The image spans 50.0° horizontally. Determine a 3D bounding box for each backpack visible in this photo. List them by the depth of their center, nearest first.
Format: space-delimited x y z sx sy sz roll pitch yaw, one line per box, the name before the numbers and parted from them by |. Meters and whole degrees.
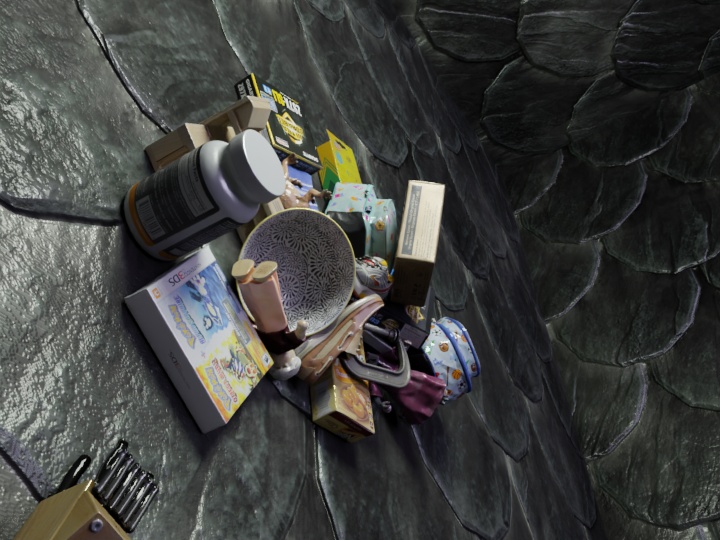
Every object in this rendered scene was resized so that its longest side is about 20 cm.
backpack | -0.005 -0.074 1.486 0.201 0.151 0.178 -93 180 -59
backpack | 0.167 0.193 1.627 0.202 0.153 0.190 62 -3 -8

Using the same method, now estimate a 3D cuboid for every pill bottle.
pill bottle | -0.206 -0.101 1.028 0.117 0.198 0.117 51 25 -35

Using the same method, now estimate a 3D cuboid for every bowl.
bowl | -0.115 0.000 1.235 0.202 0.200 0.094 58 -17 -19

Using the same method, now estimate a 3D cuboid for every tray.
tray | 0.008 0.123 1.504 0.107 0.022 0.200 35 -3 40

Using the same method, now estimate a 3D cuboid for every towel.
towel | -0.114 -0.116 1.516 0.144 0.024 0.202 18 51 -62

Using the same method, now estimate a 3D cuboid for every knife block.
knife block | -0.274 0.248 0.705 0.200 0.175 0.064 -41 110 -21

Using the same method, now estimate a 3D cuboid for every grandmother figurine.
grandmother figurine | -0.129 0.081 1.147 0.061 0.120 0.202 -45 135 -42

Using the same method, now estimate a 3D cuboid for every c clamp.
c clamp | 0.017 0.121 1.369 0.199 0.027 0.172 27 44 -35

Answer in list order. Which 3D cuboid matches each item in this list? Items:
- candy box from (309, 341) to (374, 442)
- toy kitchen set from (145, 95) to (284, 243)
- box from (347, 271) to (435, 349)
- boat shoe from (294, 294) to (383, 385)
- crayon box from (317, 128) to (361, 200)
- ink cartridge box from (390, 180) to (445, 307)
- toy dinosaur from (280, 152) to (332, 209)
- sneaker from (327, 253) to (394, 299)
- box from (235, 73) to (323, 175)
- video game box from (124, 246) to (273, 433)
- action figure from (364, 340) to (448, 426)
candy box | -0.037 0.181 1.333 0.115 0.055 0.202 40 33 -45
toy kitchen set | -0.182 -0.148 1.189 0.182 0.162 0.200 66 21 1
box | 0.055 0.052 1.584 0.197 0.050 0.200 31 27 -5
boat shoe | -0.034 0.115 1.270 0.072 0.199 0.076 52 -22 3
crayon box | -0.043 -0.204 1.744 0.127 0.050 0.202 30 41 -57
ink cartridge box | 0.106 -0.047 1.464 0.201 0.074 0.167 92 7 -63
toy dinosaur | -0.144 -0.126 1.390 0.200 0.135 0.086 49 -26 15
sneaker | 0.000 0.000 1.351 0.078 0.082 0.200 38 -2 27
box | -0.161 -0.288 1.555 0.200 0.049 0.161 16 51 -64
video game box | -0.209 0.086 1.039 0.201 0.046 0.182 62 23 -11
action figure | 0.071 0.206 1.501 0.199 0.135 0.149 36 -5 -11
